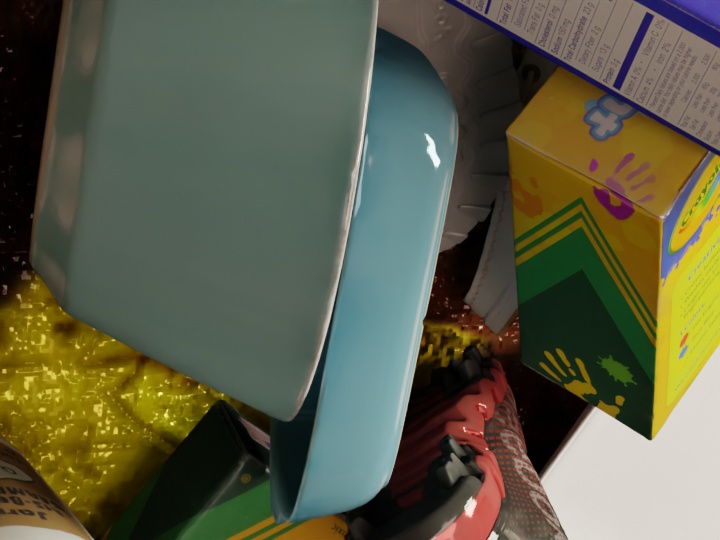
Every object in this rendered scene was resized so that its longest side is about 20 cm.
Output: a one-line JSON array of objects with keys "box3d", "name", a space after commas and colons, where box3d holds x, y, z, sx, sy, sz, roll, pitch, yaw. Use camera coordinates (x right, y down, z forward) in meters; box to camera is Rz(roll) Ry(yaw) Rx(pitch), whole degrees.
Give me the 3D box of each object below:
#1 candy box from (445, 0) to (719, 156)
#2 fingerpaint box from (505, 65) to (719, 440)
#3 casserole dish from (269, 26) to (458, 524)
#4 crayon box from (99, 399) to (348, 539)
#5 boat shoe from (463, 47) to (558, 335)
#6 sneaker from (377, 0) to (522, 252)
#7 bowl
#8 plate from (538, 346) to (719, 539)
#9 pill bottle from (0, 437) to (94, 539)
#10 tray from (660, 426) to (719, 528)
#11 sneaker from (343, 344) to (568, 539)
[{"box3d": [0.140, -0.131, 0.725, 0.199, 0.077, 0.170, 31, 64, 6], "name": "candy box"}, {"box3d": [0.142, -0.061, 0.834, 0.200, 0.073, 0.167, -51, 156, -22], "name": "fingerpaint box"}, {"box3d": [0.000, 0.000, 0.770, 0.038, 0.121, 0.202, 7, 108, -10], "name": "casserole dish"}, {"box3d": [-0.072, 0.169, 0.875, 0.127, 0.051, 0.200, 35, 100, -31], "name": "crayon box"}, {"box3d": [0.075, -0.071, 0.886, 0.069, 0.071, 0.201, 21, 110, 3], "name": "boat shoe"}, {"box3d": [0.023, -0.096, 0.842, 0.076, 0.081, 0.201, -2, 126, -14], "name": "sneaker"}, {"box3d": [-0.063, -0.051, 0.760, 0.104, 0.201, 0.203, 8, 104, -8], "name": "bowl"}, {"box3d": [0.179, 0.081, 0.979, 0.199, 0.032, 0.200, 34, 89, -32], "name": "plate"}, {"box3d": [-0.138, 0.139, 0.761, 0.113, 0.200, 0.115, -9, 110, -25], "name": "pill bottle"}, {"box3d": [0.172, 0.015, 0.985, 0.107, 0.022, 0.201, -25, 117, -17], "name": "tray"}, {"box3d": [0.043, 0.098, 0.847, 0.071, 0.201, 0.098, -31, 102, 12], "name": "sneaker"}]
